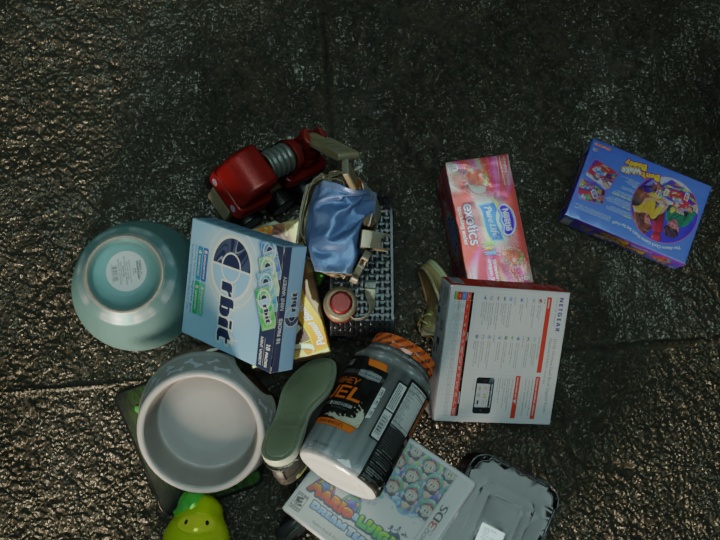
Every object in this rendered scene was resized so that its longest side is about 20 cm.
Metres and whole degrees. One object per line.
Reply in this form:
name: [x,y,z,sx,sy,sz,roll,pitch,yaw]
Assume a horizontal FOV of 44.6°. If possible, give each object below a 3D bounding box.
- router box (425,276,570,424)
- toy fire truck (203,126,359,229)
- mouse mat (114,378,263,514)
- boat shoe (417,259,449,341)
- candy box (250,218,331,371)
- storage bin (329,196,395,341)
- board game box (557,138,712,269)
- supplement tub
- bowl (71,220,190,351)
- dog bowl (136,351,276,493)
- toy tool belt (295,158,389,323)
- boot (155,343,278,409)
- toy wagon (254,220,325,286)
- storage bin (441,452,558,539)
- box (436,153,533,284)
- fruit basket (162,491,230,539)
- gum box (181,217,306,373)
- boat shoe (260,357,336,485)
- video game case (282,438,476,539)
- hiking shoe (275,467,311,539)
router box: [0.194,0.117,1.254,0.179,0.049,0.201,5,101,-12]
toy fire truck: [-0.106,-0.147,1.255,0.176,0.200,0.129,-30,80,-34]
mouse mat: [-0.244,0.241,1.254,0.160,0.008,0.201,-20,98,5]
boat shoe: [0.121,0.083,1.307,0.066,0.074,0.201,-19,81,-11]
candy box: [-0.118,0.035,1.273,0.115,0.055,0.201,-12,82,-1]
storage bin: [0.000,0.000,1.284,0.093,0.135,0.201,-1,80,-3]
board game box: [0.426,-0.104,1.369,0.199,0.045,0.135,23,80,2]
supplement tub: [0.015,0.191,1.178,0.122,0.123,0.200,30,66,3]
bowl: [-0.335,0.014,1.283,0.200,0.105,0.202,0,81,-2]
dog bowl: [-0.216,0.215,1.217,0.199,0.059,0.201,0,101,2]
toy tool belt: [-0.025,-0.036,1.157,0.124,0.123,0.201,3,80,-1]
boot: [-0.213,0.202,1.281,0.146,0.070,0.200,-41,90,0]
toy wagon: [-0.149,0.027,1.323,0.155,0.040,0.200,27,80,2]
storage bin: [0.176,0.372,1.242,0.135,0.094,0.200,26,79,2]
box: [0.186,-0.063,1.325,0.102,0.095,0.201,-8,80,-5]
fruit basket: [-0.224,0.414,1.203,0.215,0.156,0.216,0,99,-3]
gum box: [-0.164,0.029,1.207,0.200,0.044,0.171,17,104,42]
boat shoe: [-0.081,0.208,1.238,0.071,0.061,0.201,3,39,23]
video game case: [0.025,0.308,1.194,0.200,0.024,0.182,31,70,23]
hiking shoe: [-0.076,0.293,1.269,0.100,0.076,0.200,31,71,11]
